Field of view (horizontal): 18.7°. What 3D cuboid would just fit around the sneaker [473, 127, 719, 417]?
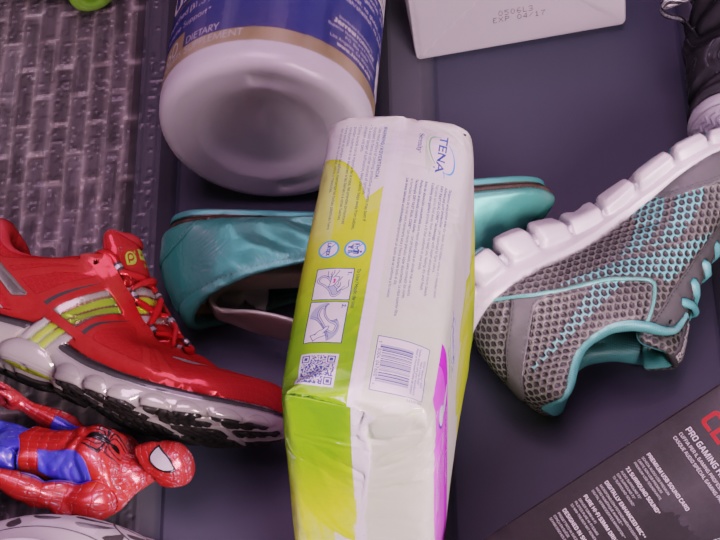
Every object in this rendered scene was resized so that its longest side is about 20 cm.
[{"bbox_3d":[0.140,0.004,1.062,0.199,0.078,0.091,-29,70,-9],"label":"sneaker"}]

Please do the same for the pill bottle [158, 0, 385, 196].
[{"bbox_3d":[-0.042,-0.149,1.165,0.110,0.111,0.201,0,53,8],"label":"pill bottle"}]

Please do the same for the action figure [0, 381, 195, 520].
[{"bbox_3d":[-0.175,0.085,1.043,0.199,0.052,0.066,6,28,10],"label":"action figure"}]

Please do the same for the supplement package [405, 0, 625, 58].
[{"bbox_3d":[0.069,-0.237,1.211,0.120,0.120,0.201,-10,52,1],"label":"supplement package"}]

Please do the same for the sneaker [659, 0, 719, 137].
[{"bbox_3d":[0.253,-0.130,1.120,0.199,0.076,0.114,-15,66,1],"label":"sneaker"}]

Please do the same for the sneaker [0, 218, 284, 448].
[{"bbox_3d":[-0.117,0.025,1.054,0.199,0.077,0.085,21,78,21],"label":"sneaker"}]

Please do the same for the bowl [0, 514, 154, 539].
[{"bbox_3d":[-0.142,0.176,0.946,0.199,0.094,0.202,-3,52,4],"label":"bowl"}]

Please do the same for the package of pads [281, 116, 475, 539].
[{"bbox_3d":[0.011,0.048,0.953,0.068,0.200,0.155,6,54,5],"label":"package of pads"}]

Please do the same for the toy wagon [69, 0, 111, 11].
[{"bbox_3d":[-0.138,-0.238,1.291,0.199,0.040,0.155,-28,55,-13],"label":"toy wagon"}]

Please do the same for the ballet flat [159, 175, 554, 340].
[{"bbox_3d":[0.000,0.000,1.084,0.199,0.067,0.071,-6,71,5],"label":"ballet flat"}]

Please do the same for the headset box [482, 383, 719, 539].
[{"bbox_3d":[0.134,0.154,0.909,0.199,0.077,0.149,-33,55,1],"label":"headset box"}]
